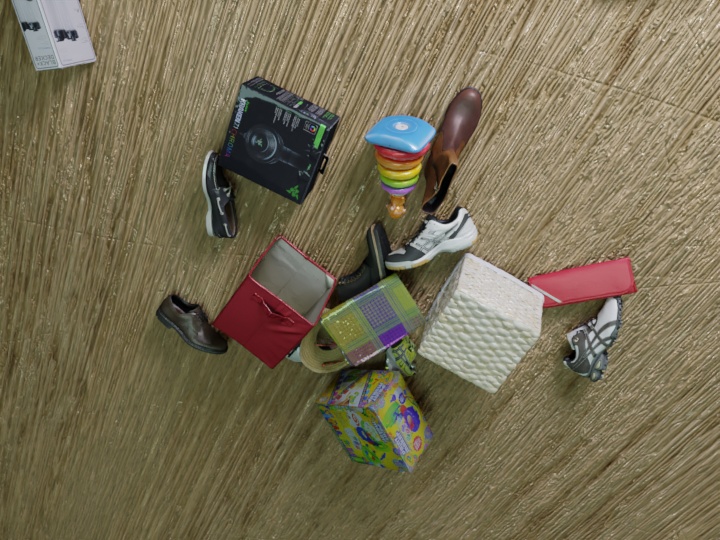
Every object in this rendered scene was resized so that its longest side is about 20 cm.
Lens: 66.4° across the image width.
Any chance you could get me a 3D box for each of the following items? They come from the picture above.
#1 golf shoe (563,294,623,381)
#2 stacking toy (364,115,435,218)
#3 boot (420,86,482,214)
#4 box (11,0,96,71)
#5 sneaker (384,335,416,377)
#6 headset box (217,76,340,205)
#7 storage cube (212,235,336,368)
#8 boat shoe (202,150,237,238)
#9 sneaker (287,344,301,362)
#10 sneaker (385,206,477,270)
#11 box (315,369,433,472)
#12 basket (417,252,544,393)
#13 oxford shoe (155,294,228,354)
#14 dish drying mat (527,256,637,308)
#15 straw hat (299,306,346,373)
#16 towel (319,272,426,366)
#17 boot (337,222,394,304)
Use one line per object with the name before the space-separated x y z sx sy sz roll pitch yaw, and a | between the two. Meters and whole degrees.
golf shoe | 0.487 0.133 1.155 0.094 0.078 0.202 18 109 20
stacking toy | 0.076 -0.188 1.073 0.115 0.110 0.202 17 132 20
boot | 0.157 -0.217 0.972 0.068 0.200 0.189 30 120 -5
box | -0.588 -0.491 1.040 0.059 0.117 0.202 -1 118 13
sneaker | 0.091 0.167 1.266 0.075 0.076 0.202 -3 130 4
headset box | -0.154 -0.251 1.084 0.198 0.093 0.175 26 120 -3
storage cube | -0.186 0.069 1.203 0.170 0.201 0.180 38 125 -9
boat shoe | -0.297 -0.157 1.176 0.060 0.074 0.202 10 122 7
sneaker | -0.205 0.174 1.313 0.199 0.088 0.076 33 117 -8
sneaker | 0.135 -0.068 1.125 0.198 0.076 0.088 -22 106 2
box | 0.034 0.352 1.305 0.191 0.122 0.201 -7 119 44
basket | 0.248 0.112 1.139 0.199 0.161 0.199 28 121 2
oxford shoe | -0.404 0.133 1.352 0.199 0.073 0.085 37 117 -8
dish drying mat | 0.451 0.030 1.125 0.198 0.018 0.078 -13 104 28
straw hat | -0.074 0.135 1.266 0.199 0.085 0.203 -21 134 -23
towel | 0.024 0.107 1.170 0.199 0.023 0.144 -32 110 7
boot | 0.000 0.000 1.196 0.137 0.078 0.202 -2 116 19
